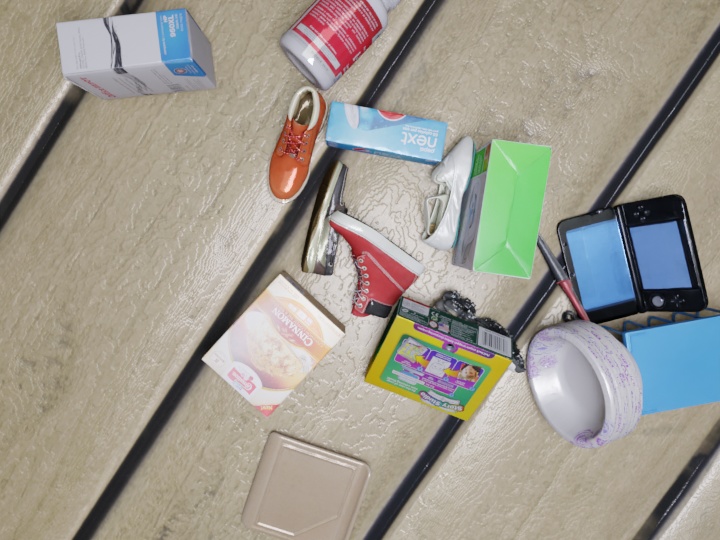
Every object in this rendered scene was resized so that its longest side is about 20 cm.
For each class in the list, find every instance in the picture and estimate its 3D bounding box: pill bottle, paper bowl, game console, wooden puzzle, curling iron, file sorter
[{"bbox_3d":[-0.028,-0.407,0.884,0.112,0.112,0.200,44,93,-3],"label":"pill bottle"},{"bbox_3d":[0.378,0.181,0.889,0.104,0.201,0.201,-11,94,-18],"label":"paper bowl"},{"bbox_3d":[0.463,-0.011,0.921,0.116,0.176,0.201,-18,95,-28],"label":"game console"},{"bbox_3d":[-0.099,0.409,0.984,0.199,0.037,0.186,19,94,2],"label":"wooden puzzle"},{"bbox_3d":[0.356,0.028,0.960,0.049,0.026,0.201,-23,92,17],"label":"curling iron"},{"bbox_3d":[0.536,0.147,0.926,0.199,0.123,0.139,-10,95,0],"label":"file sorter"}]

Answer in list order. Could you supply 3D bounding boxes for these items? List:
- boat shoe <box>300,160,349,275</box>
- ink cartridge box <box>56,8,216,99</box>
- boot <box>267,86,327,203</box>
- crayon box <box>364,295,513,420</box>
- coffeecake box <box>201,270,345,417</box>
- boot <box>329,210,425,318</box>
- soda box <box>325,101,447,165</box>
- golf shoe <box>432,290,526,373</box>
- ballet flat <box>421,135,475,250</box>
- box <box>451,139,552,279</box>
[{"bbox_3d":[-0.051,-0.088,0.934,0.065,0.073,0.201,16,95,-17],"label":"boat shoe"},{"bbox_3d":[-0.354,-0.344,0.868,0.199,0.145,0.085,-7,93,-1],"label":"ink cartridge box"},{"bbox_3d":[-0.112,-0.211,0.902,0.075,0.107,0.201,18,95,-4],"label":"boot"},{"bbox_3d":[0.128,0.154,0.913,0.199,0.058,0.173,22,129,-1],"label":"crayon box"},{"bbox_3d":[-0.148,0.126,0.941,0.153,0.073,0.200,43,93,-4],"label":"coffeecake box"},{"bbox_3d":[0.000,0.000,0.911,0.200,0.072,0.144,35,96,-28],"label":"boot"},{"bbox_3d":[0.043,-0.234,0.922,0.199,0.064,0.068,10,94,-2],"label":"soda box"},{"bbox_3d":[0.203,0.125,0.955,0.200,0.078,0.095,40,115,-5],"label":"golf shoe"},{"bbox_3d":[0.146,-0.133,0.919,0.069,0.069,0.201,10,103,-1],"label":"ballet flat"},{"bbox_3d":[0.225,-0.095,0.878,0.096,0.176,0.201,8,94,-2],"label":"box"}]
